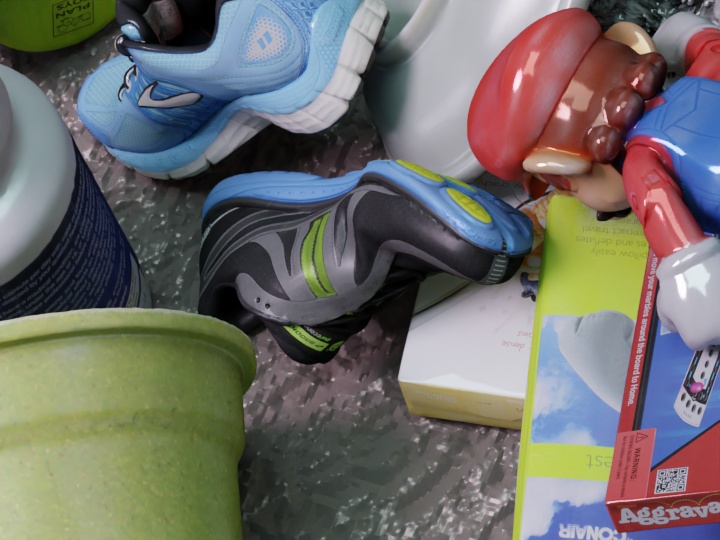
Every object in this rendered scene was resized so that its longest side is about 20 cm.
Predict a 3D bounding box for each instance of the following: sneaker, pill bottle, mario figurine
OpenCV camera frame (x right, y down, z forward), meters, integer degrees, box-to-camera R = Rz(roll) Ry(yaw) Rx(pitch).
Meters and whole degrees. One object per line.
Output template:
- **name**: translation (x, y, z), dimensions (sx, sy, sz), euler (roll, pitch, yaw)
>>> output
- **sneaker**: translation (-0.072, -0.101, 1.179), dimensions (0.200, 0.090, 0.079), euler (-17, 46, 54)
- **pill bottle**: translation (-0.163, -0.019, 1.129), dimensions (0.110, 0.200, 0.111), euler (-5, 61, 9)
- **mario figurine**: translation (0.132, -0.037, 1.027), dimensions (0.199, 0.123, 0.107), euler (18, 108, 31)
- **sneaker**: translation (-0.001, 0.000, 1.129), dimensions (0.199, 0.071, 0.083), euler (-4, 70, 51)

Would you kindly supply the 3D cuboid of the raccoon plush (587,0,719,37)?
- **raccoon plush**: translation (0.167, -0.152, 1.160), dimensions (0.133, 0.097, 0.201), euler (12, 50, 8)

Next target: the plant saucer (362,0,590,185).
- **plant saucer**: translation (0.039, -0.136, 1.157), dimensions (0.050, 0.200, 0.201), euler (16, 59, -22)

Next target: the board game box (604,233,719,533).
- **board game box**: translation (0.154, 0.013, 1.011), dimensions (0.102, 0.019, 0.201), euler (-7, 41, 21)

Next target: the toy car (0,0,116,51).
- **toy car**: translation (-0.155, -0.199, 1.234), dimensions (0.174, 0.201, 0.150), euler (-23, 50, -19)

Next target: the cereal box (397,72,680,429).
- **cereal box**: translation (0.106, -0.024, 1.164), dimensions (0.143, 0.040, 0.201), euler (6, 63, 14)

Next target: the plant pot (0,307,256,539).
- **plant pot**: translation (-0.119, 0.138, 1.056), dimensions (0.199, 0.200, 0.185), euler (-15, 72, 4)

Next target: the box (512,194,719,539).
- **box**: translation (0.123, 0.069, 1.055), dimensions (0.121, 0.048, 0.201), euler (5, 59, 5)
